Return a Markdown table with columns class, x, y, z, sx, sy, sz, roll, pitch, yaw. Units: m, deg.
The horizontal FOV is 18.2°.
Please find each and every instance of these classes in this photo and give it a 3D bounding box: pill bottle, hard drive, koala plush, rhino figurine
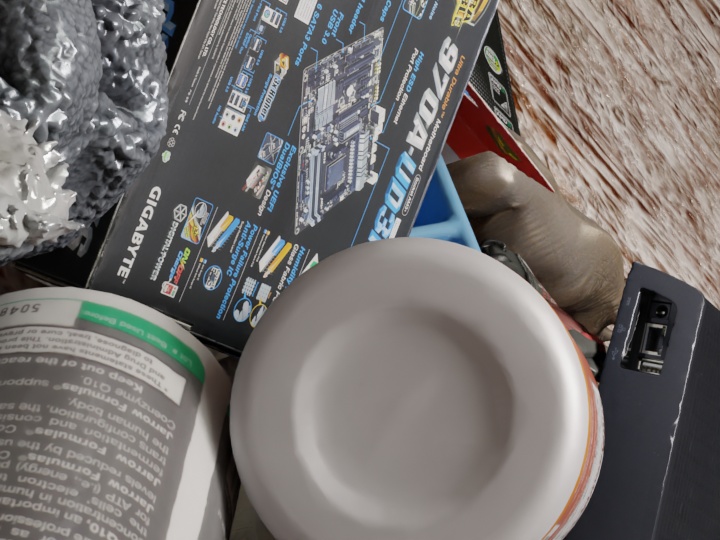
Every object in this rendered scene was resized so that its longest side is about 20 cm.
| class | x | y | z | sx | sy | sz | roll | pitch | yaw |
| --- | --- | --- | --- | --- | --- | --- | --- | --- | --- |
| pill bottle | 0.027 | 0.054 | 0.776 | 0.112 | 0.112 | 0.200 | 65 | 5 | 9 |
| hard drive | 0.139 | 0.109 | 1.049 | 0.135 | 0.042 | 0.200 | 34 | 67 | -60 |
| pill bottle | -0.101 | 0.103 | 0.661 | 0.113 | 0.113 | 0.200 | 50 | 25 | -24 |
| koala plush | -0.145 | -0.042 | 0.673 | 0.184 | 0.177 | 0.200 | 61 | 17 | -28 |
| rhino figurine | 0.092 | -0.006 | 1.207 | 0.200 | 0.087 | 0.060 | 44 | 29 | -34 |

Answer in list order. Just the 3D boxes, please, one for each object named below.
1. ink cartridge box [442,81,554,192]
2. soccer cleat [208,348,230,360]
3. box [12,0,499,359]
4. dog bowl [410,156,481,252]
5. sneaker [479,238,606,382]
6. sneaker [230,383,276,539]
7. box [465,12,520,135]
| class | x | y | z | sx | sy | sz | roll | pitch | yaw |
| --- | --- | --- | --- | --- | --- | --- | --- | --- | --- |
| ink cartridge box | -0.012 | -0.100 | 1.034 | 0.160 | 0.047 | 0.200 | 48 | -5 | -30 |
| soccer cleat | -0.082 | -0.061 | 0.942 | 0.073 | 0.068 | 0.200 | 34 | 39 | -53 |
| box | -0.030 | -0.067 | 0.852 | 0.159 | 0.046 | 0.200 | 24 | 86 | -51 |
| dog bowl | 0.000 | 0.000 | 0.971 | 0.050 | 0.111 | 0.200 | 105 | -30 | -54 |
| sneaker | 0.068 | 0.033 | 1.095 | 0.098 | 0.071 | 0.200 | 51 | 0 | 1 |
| sneaker | -0.048 | 0.113 | 0.830 | 0.200 | 0.075 | 0.085 | -78 | 155 | -64 |
| box | 0.015 | -0.168 | 1.285 | 0.200 | 0.047 | 0.193 | 41 | 33 | -39 |
